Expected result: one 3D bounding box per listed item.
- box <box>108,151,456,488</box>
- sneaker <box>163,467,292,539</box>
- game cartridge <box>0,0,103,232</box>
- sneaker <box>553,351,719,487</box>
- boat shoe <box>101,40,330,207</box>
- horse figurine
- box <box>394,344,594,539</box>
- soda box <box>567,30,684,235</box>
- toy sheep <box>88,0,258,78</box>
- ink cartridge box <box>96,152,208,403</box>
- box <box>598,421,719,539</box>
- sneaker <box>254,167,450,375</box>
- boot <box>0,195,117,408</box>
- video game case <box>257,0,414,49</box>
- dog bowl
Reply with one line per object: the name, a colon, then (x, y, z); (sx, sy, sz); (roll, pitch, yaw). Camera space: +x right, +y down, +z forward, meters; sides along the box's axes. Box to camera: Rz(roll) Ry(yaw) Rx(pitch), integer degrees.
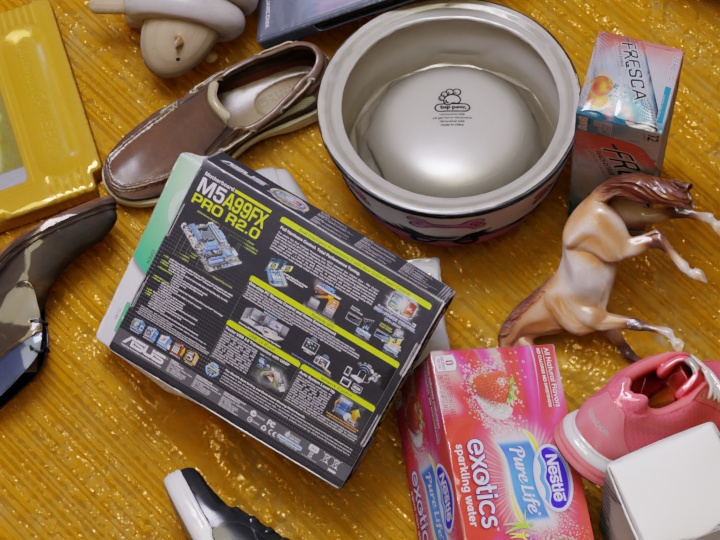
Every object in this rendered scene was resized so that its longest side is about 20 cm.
box: (-0.057, 0.035, 1.384); (0.199, 0.044, 0.161); (30, 105, 6)
sneaker: (-0.047, 0.207, 1.404); (0.112, 0.073, 0.200); (-33, 80, -11)
game cartridge: (-0.317, -0.109, 1.549); (0.199, 0.032, 0.177); (-20, 71, -2)
sneaker: (0.226, 0.093, 1.366); (0.199, 0.087, 0.074); (-14, 57, -44)
boat shoe: (-0.114, -0.122, 1.514); (0.202, 0.075, 0.075); (-31, 71, -6)
horse figurine: (0.184, 0.002, 1.418); (0.132, 0.201, 0.050); (21, 33, 10)
box: (0.097, 0.161, 1.378); (0.099, 0.096, 0.201); (-3, 69, -18)
soda box: (0.190, -0.095, 1.415); (0.063, 0.200, 0.069); (14, 72, 10)
toy sheep: (-0.135, -0.250, 1.533); (0.137, 0.138, 0.201); (8, 88, 7)
ink cartridge box: (-0.082, 0.032, 1.425); (0.200, 0.050, 0.162); (34, 106, 24)
box: (0.211, 0.169, 1.322); (0.082, 0.200, 0.069); (-22, 70, -3)
sneaker: (0.000, 0.000, 1.470); (0.115, 0.074, 0.201); (-22, 80, -6)
boot: (-0.249, 0.031, 1.483); (0.200, 0.075, 0.097); (-35, 84, 0)
video game case: (0.007, -0.263, 1.528); (0.199, 0.019, 0.144); (-15, 59, 30)
dog bowl: (0.068, -0.107, 1.480); (0.199, 0.074, 0.201); (-2, 58, 3)
